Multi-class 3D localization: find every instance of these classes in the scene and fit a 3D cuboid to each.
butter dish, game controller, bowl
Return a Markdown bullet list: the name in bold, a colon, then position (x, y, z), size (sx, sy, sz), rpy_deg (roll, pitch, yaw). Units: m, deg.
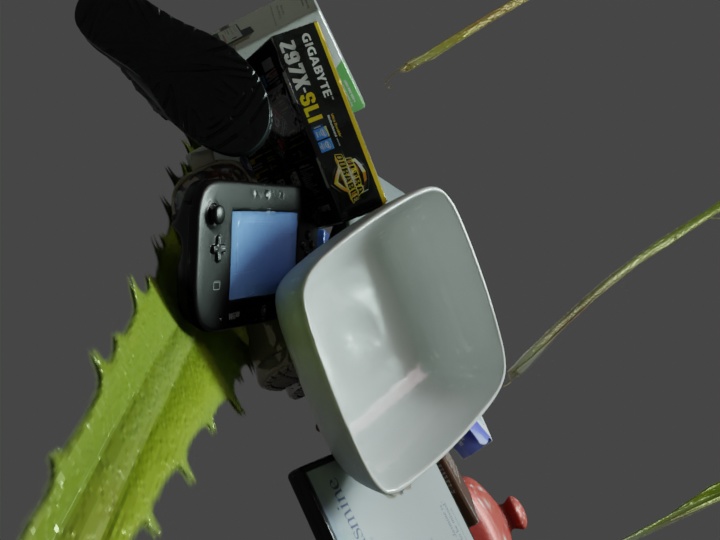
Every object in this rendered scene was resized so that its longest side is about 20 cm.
- **butter dish**: position (0.144, 0.340, 1.277), size (0.201, 0.147, 0.200), rpy_deg (63, 3, 11)
- **game controller**: position (-0.078, -0.013, 0.745), size (0.200, 0.042, 0.105), rpy_deg (-7, 92, -68)
- **bowl**: position (0.020, 0.053, 0.795), size (0.074, 0.199, 0.201), rpy_deg (-5, -68, 46)

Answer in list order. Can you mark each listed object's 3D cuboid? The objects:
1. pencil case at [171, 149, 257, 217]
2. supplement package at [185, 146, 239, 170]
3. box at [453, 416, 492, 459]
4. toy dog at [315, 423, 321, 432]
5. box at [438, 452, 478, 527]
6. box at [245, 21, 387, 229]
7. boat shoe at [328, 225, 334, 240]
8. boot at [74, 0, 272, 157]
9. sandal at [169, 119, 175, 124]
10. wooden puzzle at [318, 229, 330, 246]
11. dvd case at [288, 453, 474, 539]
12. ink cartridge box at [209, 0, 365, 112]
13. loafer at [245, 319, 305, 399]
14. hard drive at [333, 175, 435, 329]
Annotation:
- **pencil case**: position (-0.093, -0.020, 0.882), size (0.200, 0.077, 0.090), rpy_deg (59, 26, -57)
- **supplement package**: position (-0.098, -0.097, 1.091), size (0.120, 0.121, 0.200), rpy_deg (63, 3, -3)
- **box**: position (0.067, 0.096, 0.986), size (0.119, 0.041, 0.200), rpy_deg (50, 12, -31)
- **toy dog**: position (0.017, 0.190, 0.940), size (0.131, 0.096, 0.201), rpy_deg (24, 43, -46)
- **box**: position (0.041, 0.202, 1.087), size (0.201, 0.100, 0.075), rpy_deg (63, 6, -12)
- **box**: position (-0.058, -0.116, 0.886), size (0.200, 0.049, 0.161), rpy_deg (-6, -75, 70)
- **boat shoe**: position (0.001, -0.001, 1.005), size (0.202, 0.064, 0.075), rpy_deg (-102, -151, -59)
- **boot**: position (-0.142, -0.158, 0.865), size (0.200, 0.077, 0.168), rpy_deg (37, 0, 10)
- **sandal**: position (-0.175, -0.188, 1.070), size (0.082, 0.054, 0.200), rpy_deg (63, 12, 23)
- **wooden puzzle**: position (-0.011, -0.018, 1.171), size (0.185, 0.198, 0.047), rpy_deg (47, 40, -80)
- **dvd case**: position (0.028, 0.207, 0.815), size (0.200, 0.017, 0.144), rpy_deg (-7, 68, -60)
- **ink cartridge box**: position (-0.116, -0.226, 1.196), size (0.147, 0.199, 0.085), rpy_deg (60, 7, -37)
- **loafer**: position (-0.050, 0.070, 0.887), size (0.200, 0.075, 0.069), rpy_deg (51, 18, -76)
- **hard drive**: position (0.035, -0.012, 0.955), size (0.139, 0.033, 0.201), rpy_deg (31, 31, -24)
